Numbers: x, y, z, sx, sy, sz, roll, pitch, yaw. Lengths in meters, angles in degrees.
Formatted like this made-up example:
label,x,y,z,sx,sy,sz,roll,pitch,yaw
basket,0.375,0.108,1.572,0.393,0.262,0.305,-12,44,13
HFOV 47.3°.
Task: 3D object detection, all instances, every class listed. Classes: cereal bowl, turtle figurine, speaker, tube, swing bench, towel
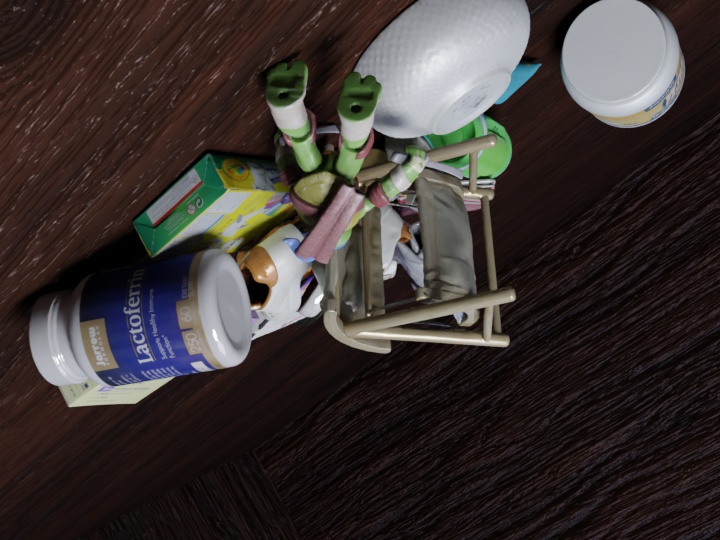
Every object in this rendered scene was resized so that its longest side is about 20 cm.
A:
label,x,y,z,sx,sy,sz,roll,pitch,yaw
cereal bowl,0.090,-0.199,0.824,0.198,0.084,0.200,-31,168,-7
turtle figurine,-0.016,-0.123,0.770,0.199,0.144,0.195,-39,155,-16
speaker,0.147,-0.169,1.101,0.088,0.089,0.199,-36,168,19
tube,0.172,-0.233,1.014,0.077,0.051,0.199,-34,175,26
swing bench,0.057,-0.026,0.893,0.196,0.202,0.130,-4,153,5
towel,0.125,-0.108,1.236,0.141,0.023,0.200,-5,177,3

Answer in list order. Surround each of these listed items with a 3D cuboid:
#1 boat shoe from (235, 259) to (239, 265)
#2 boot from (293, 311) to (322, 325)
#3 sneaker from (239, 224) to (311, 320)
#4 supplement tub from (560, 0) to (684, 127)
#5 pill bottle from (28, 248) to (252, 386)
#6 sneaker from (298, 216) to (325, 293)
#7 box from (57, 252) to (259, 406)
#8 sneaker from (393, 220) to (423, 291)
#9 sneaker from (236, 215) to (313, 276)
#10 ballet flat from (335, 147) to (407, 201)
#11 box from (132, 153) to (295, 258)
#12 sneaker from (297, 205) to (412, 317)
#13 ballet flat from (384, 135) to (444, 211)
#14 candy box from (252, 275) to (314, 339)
label,x,y,z,sx,sy,sz,roll,pitch,yaw
boat shoe,-0.199,0.058,1.118,0.199,0.077,0.072,-36,169,14
boot,-0.040,0.021,1.447,0.200,0.068,0.130,-40,173,36
sneaker,-0.114,0.016,0.939,0.084,0.073,0.201,-32,166,-22
supplement tub,0.340,-0.267,1.065,0.144,0.146,0.199,-37,168,22
pill bottle,-0.217,0.052,0.819,0.196,0.118,0.116,-11,172,11
sneaker,-0.019,-0.027,0.977,0.083,0.202,0.075,-19,139,0
box,-0.244,0.065,0.971,0.198,0.098,0.176,-33,169,4
sneaker,0.072,-0.049,1.237,0.074,0.200,0.116,-29,140,-12
sneaker,-0.065,-0.036,1.092,0.198,0.078,0.078,-31,167,-21
ballet flat,0.019,-0.117,1.020,0.068,0.064,0.199,-37,168,31
box,-0.129,-0.066,0.863,0.117,0.049,0.199,-36,167,22
sneaker,0.000,0.000,1.108,0.200,0.085,0.073,-49,-170,-19
ballet flat,0.070,-0.114,1.004,0.064,0.067,0.200,-56,145,-7
candy box,-0.086,0.011,1.245,0.167,0.072,0.200,-21,163,-47
